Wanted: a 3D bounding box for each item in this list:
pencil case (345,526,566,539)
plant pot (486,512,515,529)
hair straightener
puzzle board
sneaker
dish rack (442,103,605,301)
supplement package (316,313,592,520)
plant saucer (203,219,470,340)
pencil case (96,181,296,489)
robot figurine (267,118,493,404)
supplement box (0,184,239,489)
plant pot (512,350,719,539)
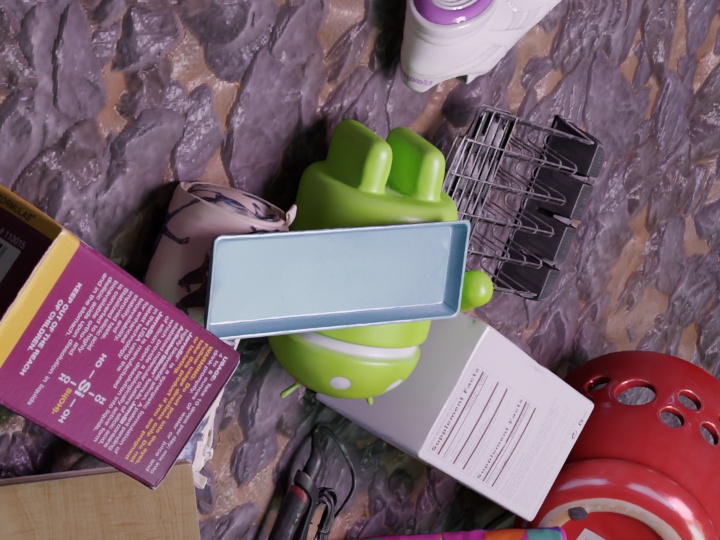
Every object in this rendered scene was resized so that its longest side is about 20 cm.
[{"bbox_3d":[0.073,0.255,1.591,0.198,0.089,0.089,-7,129,2],"label":"pencil case"},{"bbox_3d":[0.187,0.346,1.788,0.200,0.183,0.202,-29,133,-37],"label":"plant pot"},{"bbox_3d":[-0.053,0.217,1.537,0.077,0.041,0.202,13,97,-54],"label":"hair straightener"},{"bbox_3d":[-0.179,0.209,1.316,0.149,0.017,0.201,-6,126,-5],"label":"puzzle board"},{"bbox_3d":[0.095,-0.197,1.443,0.199,0.075,0.100,-32,153,-36],"label":"sneaker"},{"bbox_3d":[0.111,-0.055,1.552,0.199,0.054,0.155,10,102,-52],"label":"dish rack"},{"bbox_3d":[0.076,0.101,1.541,0.200,0.113,0.110,35,83,-53],"label":"supplement package"},{"bbox_3d":[-0.015,0.003,1.292,0.198,0.019,0.071,-4,110,-32],"label":"plant saucer"},{"bbox_3d":[-0.111,0.038,1.301,0.089,0.078,0.202,20,97,-10],"label":"pencil case"},{"bbox_3d":[0.000,0.000,1.390,0.174,0.116,0.202,6,107,-29],"label":"robot figurine"},{"bbox_3d":[-0.186,0.030,1.167,0.104,0.130,0.200,-57,143,-5],"label":"supplement box"},{"bbox_3d":[0.234,0.197,1.690,0.183,0.198,0.202,-59,156,-57],"label":"plant pot"}]
